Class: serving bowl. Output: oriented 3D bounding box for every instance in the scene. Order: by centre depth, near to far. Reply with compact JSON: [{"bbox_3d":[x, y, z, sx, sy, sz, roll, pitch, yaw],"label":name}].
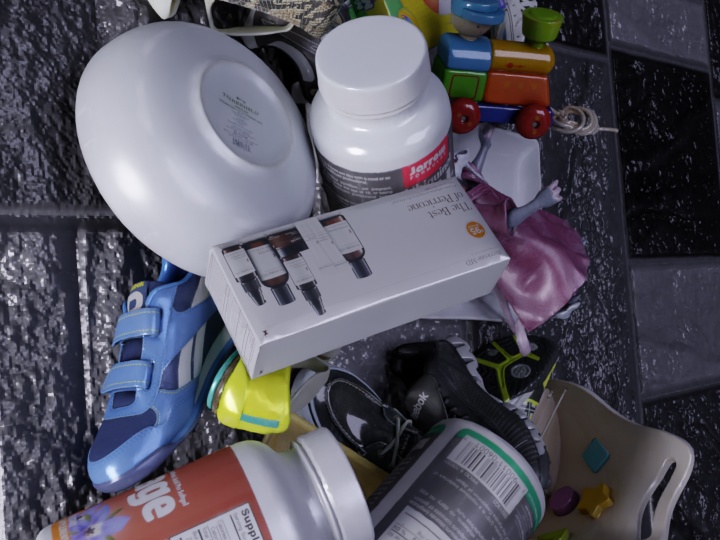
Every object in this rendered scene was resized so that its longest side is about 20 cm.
[{"bbox_3d":[-0.101,-0.097,0.673,0.199,0.066,0.202,27,50,-37],"label":"serving bowl"}]

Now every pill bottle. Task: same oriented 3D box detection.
[{"bbox_3d":[-0.097,0.180,0.607,0.199,0.112,0.113,-22,101,-16],"label":"pill bottle"},{"bbox_3d":[0.040,0.214,0.689,0.200,0.113,0.114,-41,112,-32],"label":"pill bottle"},{"bbox_3d":[0.019,-0.095,0.737,0.111,0.110,0.201,-59,155,-30],"label":"pill bottle"}]

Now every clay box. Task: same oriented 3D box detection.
[{"bbox_3d":[0.052,-0.269,0.887,0.200,0.047,0.116,-38,111,-40],"label":"clay box"}]

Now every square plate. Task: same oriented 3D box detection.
[{"bbox_3d":[0.113,-0.048,0.932,0.197,0.028,0.202,6,81,-43],"label":"square plate"}]

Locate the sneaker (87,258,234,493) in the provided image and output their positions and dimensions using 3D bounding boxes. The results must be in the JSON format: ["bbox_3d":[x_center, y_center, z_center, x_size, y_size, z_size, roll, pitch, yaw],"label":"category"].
[{"bbox_3d":[-0.144,0.058,0.653,0.082,0.074,0.201,47,47,-31],"label":"sneaker"}]

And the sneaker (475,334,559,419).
[{"bbox_3d":[0.132,0.140,0.911,0.200,0.075,0.077,-46,136,-33],"label":"sneaker"}]

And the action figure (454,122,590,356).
[{"bbox_3d":[0.123,-0.043,0.879,0.199,0.134,0.149,33,106,-22],"label":"action figure"}]

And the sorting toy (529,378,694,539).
[{"bbox_3d":[0.223,0.213,0.900,0.107,0.179,0.200,53,54,-24],"label":"sorting toy"}]

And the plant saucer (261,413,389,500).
[{"bbox_3d":[-0.040,0.242,0.727,0.200,0.048,0.201,37,63,-25],"label":"plant saucer"}]

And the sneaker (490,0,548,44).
[{"bbox_3d":[0.168,-0.254,0.978,0.071,0.072,0.202,10,77,-40],"label":"sneaker"}]

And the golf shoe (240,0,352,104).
[{"bbox_3d":[-0.016,-0.165,0.798,0.200,0.078,0.095,40,92,-20],"label":"golf shoe"}]

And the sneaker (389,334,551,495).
[{"bbox_3d":[0.083,0.126,0.801,0.090,0.200,0.067,6,120,-30],"label":"sneaker"}]

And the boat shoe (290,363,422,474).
[{"bbox_3d":[0.024,0.147,0.796,0.200,0.071,0.072,46,57,-29],"label":"boat shoe"}]

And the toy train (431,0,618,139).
[{"bbox_3d":[0.164,-0.191,0.871,0.198,0.085,0.116,2,124,-12],"label":"toy train"}]

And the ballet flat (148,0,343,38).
[{"bbox_3d":[-0.112,-0.215,0.701,0.198,0.076,0.068,12,39,-11],"label":"ballet flat"}]

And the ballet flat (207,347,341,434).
[{"bbox_3d":[-0.049,0.056,0.698,0.200,0.067,0.067,-62,169,-60],"label":"ballet flat"}]

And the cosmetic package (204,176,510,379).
[{"bbox_3d":[0.000,0.000,0.652,0.199,0.051,0.083,-18,64,-26],"label":"cosmetic package"}]
